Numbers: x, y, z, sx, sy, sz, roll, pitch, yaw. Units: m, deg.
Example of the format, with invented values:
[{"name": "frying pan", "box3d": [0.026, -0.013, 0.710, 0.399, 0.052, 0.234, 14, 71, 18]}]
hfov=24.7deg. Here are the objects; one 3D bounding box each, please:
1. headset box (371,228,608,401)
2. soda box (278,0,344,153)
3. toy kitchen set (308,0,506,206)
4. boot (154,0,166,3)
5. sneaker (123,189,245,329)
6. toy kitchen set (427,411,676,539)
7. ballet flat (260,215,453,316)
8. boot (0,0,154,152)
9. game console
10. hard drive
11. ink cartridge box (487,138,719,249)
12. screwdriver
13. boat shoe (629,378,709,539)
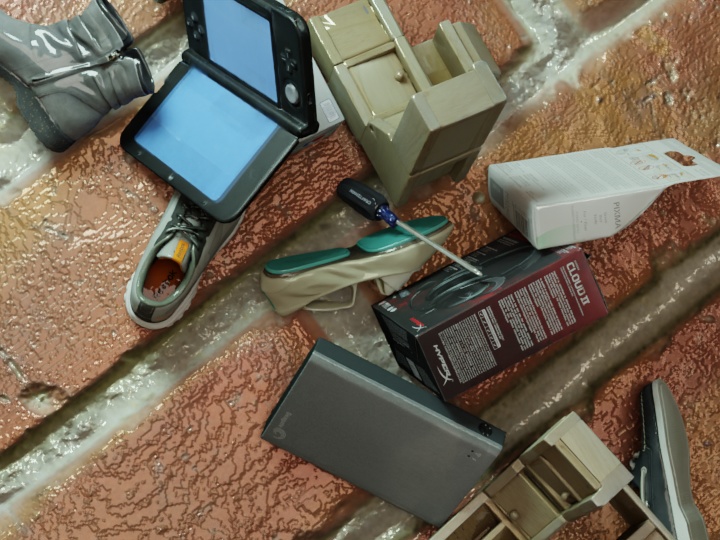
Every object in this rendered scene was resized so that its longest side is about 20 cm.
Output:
[{"name": "headset box", "box3d": [0.130, 0.033, 1.576, 0.200, 0.149, 0.077, -28, 107, -9]}, {"name": "soda box", "box3d": [-0.091, -0.216, 1.614, 0.063, 0.068, 0.200, -27, 89, -11]}, {"name": "toy kitchen set", "box3d": [0.073, -0.206, 1.562, 0.163, 0.181, 0.200, -24, 76, -17]}, {"name": "boot", "box3d": [-0.224, -0.371, 1.609, 0.154, 0.072, 0.201, 18, 77, -7]}, {"name": "sneaker", "box3d": [-0.161, -0.036, 1.582, 0.074, 0.079, 0.201, 26, 80, -3]}, {"name": "toy kitchen set", "box3d": [0.173, 0.261, 1.524, 0.180, 0.200, 0.163, -41, 82, -14]}, {"name": "ballet flat", "box3d": [0.000, 0.000, 1.616, 0.199, 0.069, 0.070, -15, 87, -8]}, {"name": "boot", "box3d": [-0.292, -0.225, 1.566, 0.131, 0.070, 0.200, -34, 102, 15]}, {"name": "game console", "box3d": [-0.141, -0.173, 1.528, 0.116, 0.200, 0.176, -28, 133, -28]}, {"name": "hard drive", "box3d": [0.019, 0.155, 1.567, 0.200, 0.140, 0.033, 27, 42, -5]}, {"name": "ink cartridge box", "box3d": [0.240, -0.078, 1.602, 0.199, 0.161, 0.050, -7, 109, -9]}, {"name": "screwdriver", "box3d": [0.044, -0.038, 1.578, 0.029, 0.028, 0.200, -32, 46, -21]}, {"name": "boat shoe", "box3d": [0.295, 0.209, 1.630, 0.060, 0.076, 0.201, -17, 68, 28]}]
